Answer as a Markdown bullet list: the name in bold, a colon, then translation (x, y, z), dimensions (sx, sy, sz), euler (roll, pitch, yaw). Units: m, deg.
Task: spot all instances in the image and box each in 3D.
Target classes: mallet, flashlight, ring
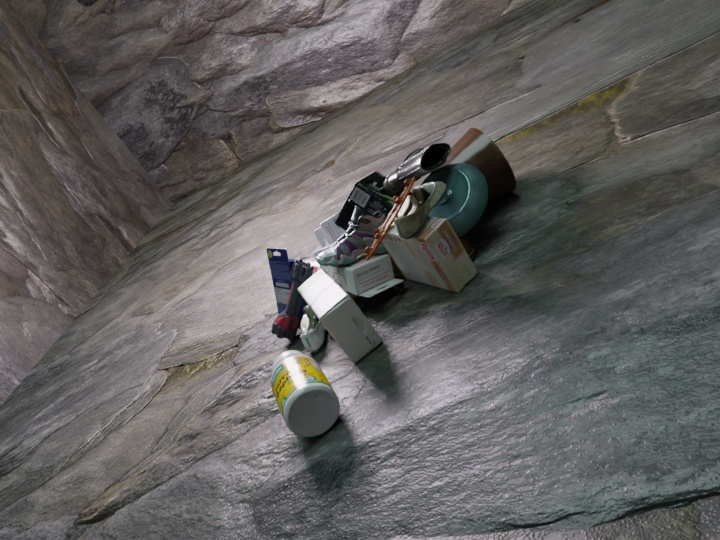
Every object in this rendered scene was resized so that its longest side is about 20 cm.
- **mallet**: translation (0.016, 0.063, 1.436), dimensions (0.198, 0.066, 0.041), euler (-6, 34, 21)
- **flashlight**: translation (-0.170, 0.072, 1.475), dimensions (0.067, 0.202, 0.068), euler (19, 14, 12)
- **ring**: translation (0.059, -0.112, 1.232), dimensions (0.202, 0.019, 0.200), euler (-60, 2, 4)

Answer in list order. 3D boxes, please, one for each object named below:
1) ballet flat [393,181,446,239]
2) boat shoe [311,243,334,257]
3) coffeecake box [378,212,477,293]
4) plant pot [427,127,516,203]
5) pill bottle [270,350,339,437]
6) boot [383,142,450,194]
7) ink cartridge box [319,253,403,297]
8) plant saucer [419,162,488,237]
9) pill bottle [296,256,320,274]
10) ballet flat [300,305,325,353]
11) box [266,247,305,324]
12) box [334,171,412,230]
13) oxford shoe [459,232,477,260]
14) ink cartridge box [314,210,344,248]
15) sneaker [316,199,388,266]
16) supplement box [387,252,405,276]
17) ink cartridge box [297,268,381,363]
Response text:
- **ballet flat**: translation (0.130, -0.148, 1.259), dimensions (0.067, 0.063, 0.201), euler (-13, 32, 42)
- **boat shoe**: translation (-0.035, -0.052, 1.626), dimensions (0.198, 0.067, 0.070), euler (-17, 4, 3)
- **coffeecake box**: translation (0.145, -0.044, 1.313), dimensions (0.073, 0.154, 0.199), euler (-43, 27, -17)
- **plant pot**: translation (0.248, -0.218, 1.450), dimensions (0.199, 0.188, 0.187), euler (-36, 25, 0)
- **pill bottle**: translation (-0.122, 0.242, 1.198), dimensions (0.112, 0.113, 0.200), euler (-37, 25, -5)
- **boot**: translation (0.153, -0.268, 1.416), dimensions (0.182, 0.073, 0.200), euler (-50, 6, -26)
- **ink cartridge box**: translation (0.000, 0.000, 1.417), dimensions (0.116, 0.068, 0.199), euler (-25, 23, -30)
- **plant saucer**: translation (0.195, -0.164, 1.344), dimensions (0.199, 0.036, 0.202), euler (-17, 61, 33)
- **pill bottle**: translation (-0.126, 0.019, 1.585), dimensions (0.199, 0.114, 0.114), euler (-1, 41, 50)
- **ballet flat**: translation (-0.117, 0.122, 1.454), dimensions (0.069, 0.070, 0.201), euler (-27, 26, 16)
- **box**: translation (-0.196, 0.036, 1.556), dimensions (0.032, 0.202, 0.121), euler (-17, 13, -33)
- **box**: translation (0.047, -0.158, 1.523), dimensions (0.125, 0.148, 0.200), euler (-59, -6, 24)
- **oxford shoe**: translation (0.222, -0.089, 1.397), dimensions (0.071, 0.071, 0.200), euler (-34, 24, 5)
- **ink cartridge box**: translation (-0.034, -0.115, 1.684), dimensions (0.199, 0.116, 0.067), euler (-31, -1, 10)
- **sneaker**: translation (-0.021, -0.096, 1.378), dimensions (0.198, 0.141, 0.078), euler (-18, 20, -18)
- **supplement box**: translation (0.127, -0.072, 1.487), dimensions (0.066, 0.069, 0.201), euler (-8, 39, 48)
- **ink cartridge box**: translation (-0.050, 0.099, 1.317), dimensions (0.084, 0.147, 0.200), euler (-38, 25, -5)
